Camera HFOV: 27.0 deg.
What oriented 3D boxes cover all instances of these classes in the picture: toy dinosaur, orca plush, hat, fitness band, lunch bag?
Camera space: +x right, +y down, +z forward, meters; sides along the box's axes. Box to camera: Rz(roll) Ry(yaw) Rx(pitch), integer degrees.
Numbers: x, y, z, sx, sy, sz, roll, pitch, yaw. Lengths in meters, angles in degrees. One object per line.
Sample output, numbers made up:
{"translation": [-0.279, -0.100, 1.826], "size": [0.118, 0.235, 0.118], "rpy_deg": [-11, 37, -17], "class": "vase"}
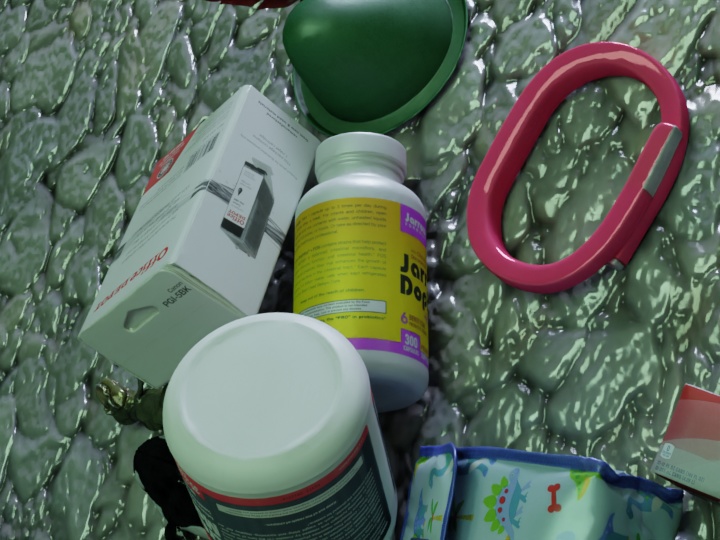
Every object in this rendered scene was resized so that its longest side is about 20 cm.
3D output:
{"translation": [-0.144, 0.097, 1.222], "size": [0.199, 0.047, 0.089], "rpy_deg": [8, 72, 52], "class": "toy dinosaur"}
{"translation": [-0.123, 0.185, 1.170], "size": [0.105, 0.071, 0.200], "rpy_deg": [-48, 53, 7], "class": "orca plush"}
{"translation": [-0.036, -0.210, 1.209], "size": [0.199, 0.176, 0.166], "rpy_deg": [-38, 54, 14], "class": "hat"}
{"translation": [0.161, -0.076, 1.116], "size": [0.143, 0.037, 0.201], "rpy_deg": [28, 86, 41], "class": "fitness band"}
{"translation": [0.095, 0.207, 0.992], "size": [0.199, 0.127, 0.172], "rpy_deg": [0, 73, 48], "class": "lunch bag"}

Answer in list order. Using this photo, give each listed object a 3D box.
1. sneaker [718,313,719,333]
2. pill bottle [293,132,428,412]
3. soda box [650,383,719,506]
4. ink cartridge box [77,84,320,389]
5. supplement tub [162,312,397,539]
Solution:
{"translation": [0.316, 0.003, 0.952], "size": [0.199, 0.076, 0.105], "rpy_deg": [-34, 32, 0], "class": "sneaker"}
{"translation": [0.000, 0.000, 1.145], "size": [0.103, 0.104, 0.202], "rpy_deg": [-13, 65, 29], "class": "pill bottle"}
{"translation": [0.285, 0.136, 0.921], "size": [0.199, 0.070, 0.064], "rpy_deg": [19, 82, 37], "class": "soda box"}
{"translation": [-0.126, -0.025, 1.185], "size": [0.146, 0.083, 0.201], "rpy_deg": [-33, 29, 43], "class": "ink cartridge box"}
{"translation": [-0.049, 0.139, 1.037], "size": [0.139, 0.201, 0.141], "rpy_deg": [-6, 48, 6], "class": "supplement tub"}
